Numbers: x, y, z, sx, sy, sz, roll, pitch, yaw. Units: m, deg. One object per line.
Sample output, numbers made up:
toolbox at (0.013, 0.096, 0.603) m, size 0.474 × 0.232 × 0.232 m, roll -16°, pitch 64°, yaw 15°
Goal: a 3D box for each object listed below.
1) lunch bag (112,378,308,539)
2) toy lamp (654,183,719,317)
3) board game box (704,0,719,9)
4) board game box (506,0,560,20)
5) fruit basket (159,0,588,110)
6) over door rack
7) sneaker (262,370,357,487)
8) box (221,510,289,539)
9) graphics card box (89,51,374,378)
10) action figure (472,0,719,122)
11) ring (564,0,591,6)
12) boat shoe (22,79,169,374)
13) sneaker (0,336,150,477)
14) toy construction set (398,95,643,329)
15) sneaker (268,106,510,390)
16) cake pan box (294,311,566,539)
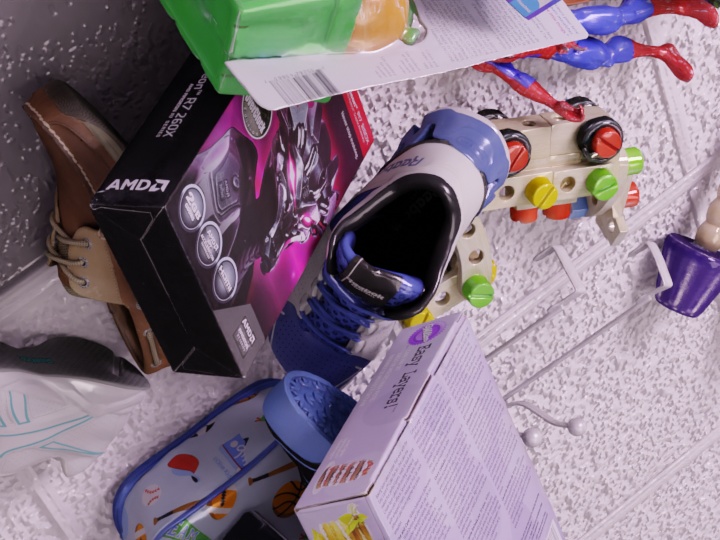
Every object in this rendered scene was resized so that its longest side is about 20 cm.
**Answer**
lunch bag at (-0.057, 0.174, 1.150) m, size 0.160 × 0.076 × 0.200 m, roll -39°, pitch 131°, yaw -15°
toy lamp at (0.265, -0.062, 1.262) m, size 0.058 × 0.058 × 0.200 m, roll 15°, pitch 105°, yaw -41°
board game box at (0.238, -0.269, 1.064) m, size 0.200 × 0.062 × 0.200 m, roll -39°, pitch 151°, yaw -43°
board game box at (0.048, -0.241, 0.900) m, size 0.045 × 0.200 × 0.134 m, roll -29°, pitch 140°, yaw 26°
fruit basket at (-0.009, -0.161, 0.925) m, size 0.200 × 0.185 × 0.094 m, roll -14°, pitch 148°, yaw -34°
over door rack at (0.112, 0.071, 1.160) m, size 0.200 × 0.067 × 0.148 m, roll -49°, pitch 157°, yaw 24°
sneaker at (-0.002, 0.142, 1.085) m, size 0.078 × 0.070 × 0.200 m, roll -36°, pitch 120°, yaw 19°
box at (-0.011, 0.263, 1.080) m, size 0.107 × 0.148 × 0.200 m, roll -48°, pitch 133°, yaw -9°
graphics card box at (-0.062, -0.056, 0.958) m, size 0.200 × 0.051 × 0.126 m, roll -61°, pitch 144°, yaw -39°
action figure at (0.142, -0.130, 1.082) m, size 0.200 × 0.099 × 0.065 m, roll -2°, pitch 128°, yaw -30°
ring at (0.138, -0.257, 1.076) m, size 0.200 × 0.019 × 0.201 m, roll -18°, pitch 125°, yaw -28°
boat shoe at (-0.134, -0.013, 0.982) m, size 0.074 × 0.076 × 0.200 m, roll -36°, pitch 131°, yaw -9°
sneaker at (-0.210, 0.074, 0.980) m, size 0.200 × 0.070 × 0.080 m, roll 16°, pitch 108°, yaw -42°
toy construction set at (0.106, -0.041, 1.129) m, size 0.200 × 0.092 × 0.131 m, roll -17°, pitch 123°, yaw -29°
sneaker at (0.000, 0.000, 1.026) m, size 0.199 × 0.081 × 0.115 m, roll -52°, pitch 180°, yaw 30°
cake pan box at (0.051, 0.147, 1.006) m, size 0.184 × 0.052 × 0.200 m, roll 66°, pitch 29°, yaw -21°
